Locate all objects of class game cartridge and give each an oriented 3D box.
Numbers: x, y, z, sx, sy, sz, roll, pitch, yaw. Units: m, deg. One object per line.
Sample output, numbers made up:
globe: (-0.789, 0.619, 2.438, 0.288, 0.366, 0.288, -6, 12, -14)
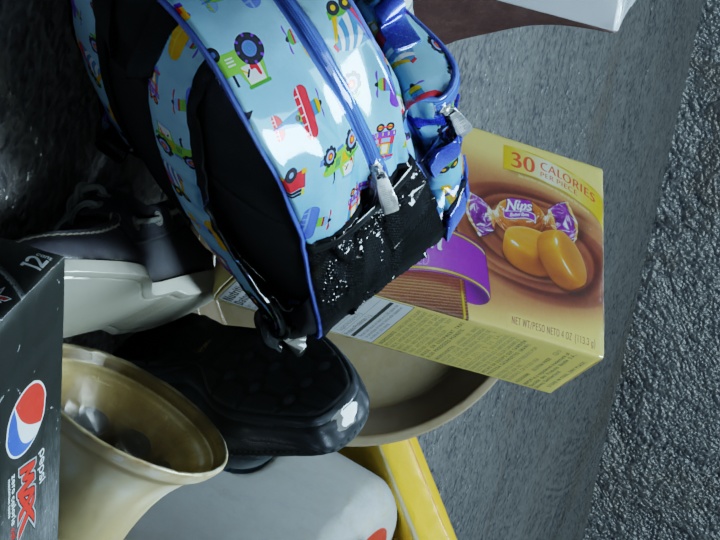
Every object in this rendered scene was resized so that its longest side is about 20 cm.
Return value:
game cartridge: (0.001, 0.115, 1.224, 0.176, 0.032, 0.200, 158, -87, -72)

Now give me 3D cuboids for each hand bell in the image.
hand bell: (-0.156, 0.145, 0.933, 0.200, 0.104, 0.104, -59, 170, 16)

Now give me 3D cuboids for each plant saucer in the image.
plant saucer: (0.000, 0.000, 1.091, 0.029, 0.200, 0.200, -121, -137, -74)

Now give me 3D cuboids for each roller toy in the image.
roller toy: (-0.077, 0.175, 1.120, 0.183, 0.140, 0.200, -56, 165, -24)

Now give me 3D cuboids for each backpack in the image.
backpack: (-0.044, -0.090, 0.849, 0.134, 0.183, 0.200, -36, 152, -11)

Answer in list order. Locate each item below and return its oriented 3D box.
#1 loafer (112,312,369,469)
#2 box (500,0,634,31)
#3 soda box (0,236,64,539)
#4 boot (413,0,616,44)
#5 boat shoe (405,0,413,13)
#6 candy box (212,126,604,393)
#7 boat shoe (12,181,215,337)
loafer: (-0.055, 0.066, 0.988, 0.068, 0.200, 0.070, -42, 116, -24)
box: (0.070, -0.223, 1.095, 0.113, 0.200, 0.102, -55, 158, -55)
soda box: (-0.168, 0.082, 0.821, 0.071, 0.063, 0.200, -55, 158, -53)
boot: (0.087, -0.175, 1.284, 0.072, 0.166, 0.200, -40, 144, -65)
boat shoe: (0.006, -0.132, 1.141, 0.201, 0.070, 0.072, -67, 140, -75)
candy box: (0.028, -0.020, 1.004, 0.056, 0.200, 0.117, -40, -141, 52)
boat shoe: (-0.128, -0.007, 0.925, 0.063, 0.073, 0.200, 66, 17, 9)
